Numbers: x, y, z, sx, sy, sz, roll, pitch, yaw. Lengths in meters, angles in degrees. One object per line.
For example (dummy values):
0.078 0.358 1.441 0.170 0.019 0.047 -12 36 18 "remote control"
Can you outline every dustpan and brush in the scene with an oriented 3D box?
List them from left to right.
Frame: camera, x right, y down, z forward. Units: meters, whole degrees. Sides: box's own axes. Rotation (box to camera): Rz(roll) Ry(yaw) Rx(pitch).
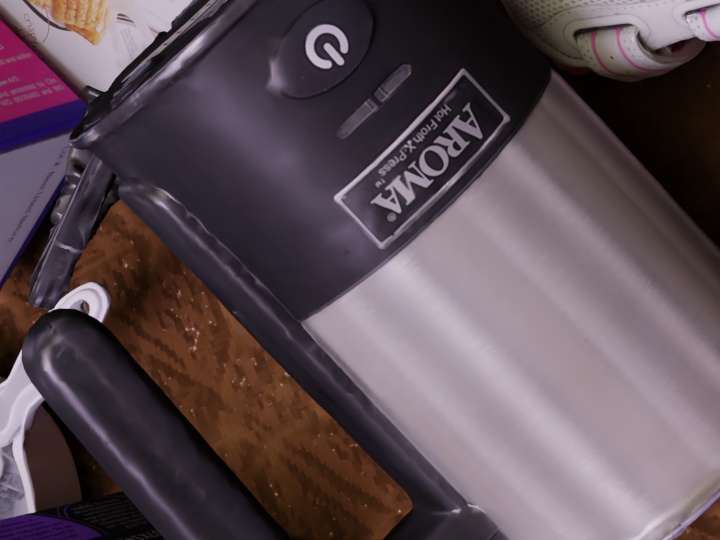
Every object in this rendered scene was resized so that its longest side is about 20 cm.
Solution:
-0.135 0.068 0.865 0.200 0.057 0.140 -45 70 27 "dustpan and brush"

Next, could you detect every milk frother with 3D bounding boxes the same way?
0.000 0.000 0.723 0.180 0.200 0.188 -41 100 8 "milk frother"

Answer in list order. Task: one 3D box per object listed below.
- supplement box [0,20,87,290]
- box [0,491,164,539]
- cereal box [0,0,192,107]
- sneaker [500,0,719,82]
-0.204 -0.073 0.823 0.200 0.103 0.101 45 123 15 "supplement box"
-0.082 0.187 0.802 0.106 0.122 0.200 14 102 32 "box"
-0.115 -0.118 0.840 0.200 0.040 0.144 -18 93 33 "cereal box"
0.094 -0.094 0.699 0.200 0.081 0.088 23 110 37 "sneaker"
